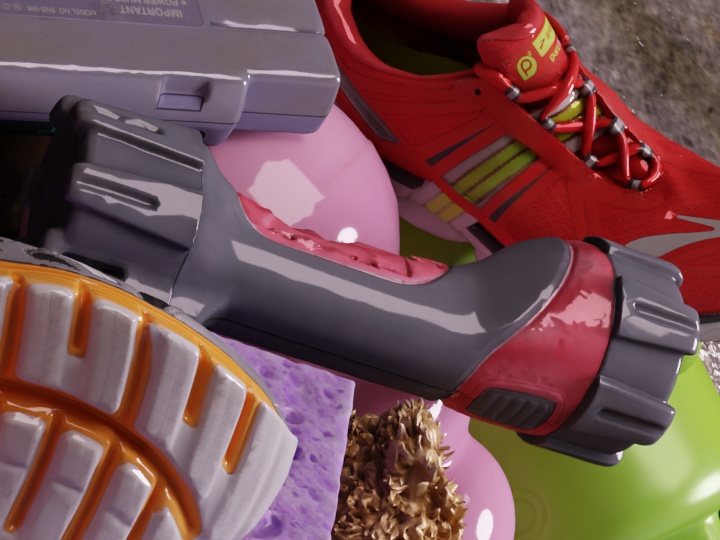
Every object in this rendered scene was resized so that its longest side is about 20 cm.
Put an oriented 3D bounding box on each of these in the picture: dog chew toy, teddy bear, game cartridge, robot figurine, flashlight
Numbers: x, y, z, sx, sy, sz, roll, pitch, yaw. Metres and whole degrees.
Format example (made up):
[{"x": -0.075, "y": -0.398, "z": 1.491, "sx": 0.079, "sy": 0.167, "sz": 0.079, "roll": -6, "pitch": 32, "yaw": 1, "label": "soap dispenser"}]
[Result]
[{"x": -0.022, "y": 0.034, "z": 0.898, "sx": 0.200, "sy": 0.125, "sz": 0.125, "roll": 57, "pitch": 28, "yaw": -8, "label": "dog chew toy"}, {"x": -0.015, "y": 0.130, "z": 0.766, "sx": 0.067, "sy": 0.145, "sz": 0.200, "roll": 20, "pitch": 33, "yaw": 2, "label": "teddy bear"}, {"x": -0.114, "y": -0.095, "z": 0.831, "sx": 0.200, "sy": 0.038, "sz": 0.130, "roll": 2, "pitch": 54, "yaw": -25, "label": "game cartridge"}, {"x": 0.062, "y": 0.044, "z": 0.990, "sx": 0.175, "sy": 0.116, "sz": 0.200, "roll": 95, "pitch": -31, "yaw": -80, "label": "robot figurine"}, {"x": 0.000, "y": 0.000, "z": 0.813, "sx": 0.200, "sy": 0.068, "sz": 0.068, "roll": 20, "pitch": 5, "yaw": -21, "label": "flashlight"}]

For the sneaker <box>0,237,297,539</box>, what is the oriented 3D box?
[{"x": -0.109, "y": 0.013, "z": 0.647, "sx": 0.200, "sy": 0.078, "sz": 0.077, "roll": 20, "pitch": 21, "yaw": -17, "label": "sneaker"}]

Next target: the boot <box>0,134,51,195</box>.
[{"x": -0.112, "y": -0.089, "z": 0.966, "sx": 0.075, "sy": 0.074, "sz": 0.200, "roll": 58, "pitch": 32, "yaw": -20, "label": "boot"}]

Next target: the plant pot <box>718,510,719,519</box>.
[{"x": 0.193, "y": 0.170, "z": 1.034, "sx": 0.141, "sy": 0.141, "sz": 0.200, "roll": 36, "pitch": 40, "yaw": -26, "label": "plant pot"}]

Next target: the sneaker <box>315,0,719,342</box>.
[{"x": 0.057, "y": -0.044, "z": 0.902, "sx": 0.200, "sy": 0.085, "sz": 0.077, "roll": 26, "pitch": 48, "yaw": 19, "label": "sneaker"}]

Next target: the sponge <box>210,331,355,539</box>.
[{"x": -0.065, "y": 0.077, "z": 0.681, "sx": 0.112, "sy": 0.030, "sz": 0.200, "roll": 22, "pitch": 35, "yaw": -9, "label": "sponge"}]
